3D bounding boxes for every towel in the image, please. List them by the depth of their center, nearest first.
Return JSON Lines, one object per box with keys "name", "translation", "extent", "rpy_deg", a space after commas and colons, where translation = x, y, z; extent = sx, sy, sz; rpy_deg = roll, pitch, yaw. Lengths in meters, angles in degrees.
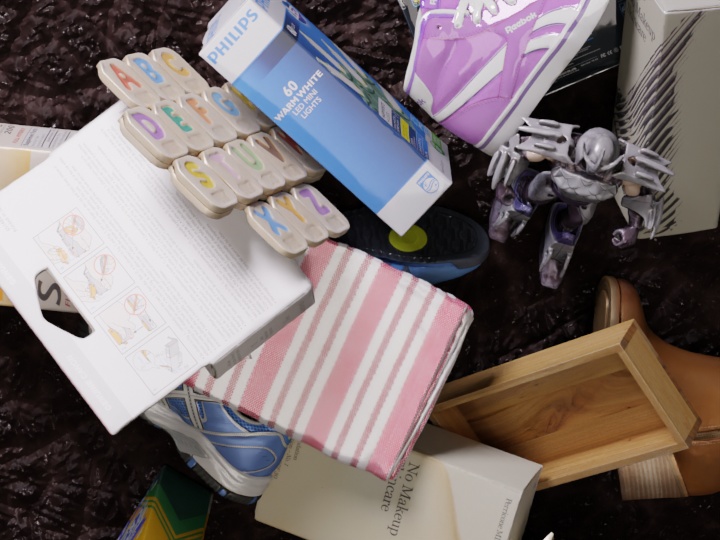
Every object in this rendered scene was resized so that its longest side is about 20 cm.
{"name": "towel", "translation": [-0.033, 0.050, 1.586], "extent": [0.199, 0.030, 0.147], "rpy_deg": [26, 94, -4]}

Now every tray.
{"name": "tray", "translation": [0.152, 0.110, 1.641], "extent": [0.199, 0.037, 0.099], "rpy_deg": [-21, 111, 42]}

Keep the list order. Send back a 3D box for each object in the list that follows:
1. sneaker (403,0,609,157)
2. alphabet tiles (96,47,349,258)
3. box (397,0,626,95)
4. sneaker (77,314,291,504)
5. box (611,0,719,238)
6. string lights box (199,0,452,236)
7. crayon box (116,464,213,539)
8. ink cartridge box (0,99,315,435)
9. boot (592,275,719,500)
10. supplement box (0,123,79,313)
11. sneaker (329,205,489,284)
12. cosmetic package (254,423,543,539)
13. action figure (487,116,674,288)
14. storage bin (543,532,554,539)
{"name": "sneaker", "translation": [0.105, -0.188, 1.526], "extent": [0.114, 0.073, 0.201], "rpy_deg": [33, 106, -8]}
{"name": "alphabet tiles", "translation": [-0.094, -0.089, 1.530], "extent": [0.196, 0.200, 0.015], "rpy_deg": [44, 113, 9]}
{"name": "box", "translation": [0.127, -0.213, 1.579], "extent": [0.199, 0.046, 0.160], "rpy_deg": [-22, 108, 7]}
{"name": "sneaker", "translation": [-0.132, 0.086, 1.646], "extent": [0.200, 0.076, 0.077], "rpy_deg": [41, 104, 7]}
{"name": "box", "translation": [0.228, -0.126, 1.553], "extent": [0.068, 0.082, 0.201], "rpy_deg": [-8, 129, -10]}
{"name": "string lights box", "translation": [-0.025, -0.123, 1.578], "extent": [0.200, 0.103, 0.059], "rpy_deg": [42, 104, -13]}
{"name": "crayon box", "translation": [-0.172, 0.247, 1.647], "extent": [0.051, 0.200, 0.126], "rpy_deg": [31, 105, -9]}
{"name": "ink cartridge box", "translation": [-0.159, -0.006, 1.520], "extent": [0.176, 0.045, 0.200], "rpy_deg": [-37, 74, -10]}
{"name": "boot", "translation": [0.264, 0.081, 1.668], "extent": [0.153, 0.074, 0.201], "rpy_deg": [-11, 118, 3]}
{"name": "supplement box", "translation": [-0.194, -0.035, 1.620], "extent": [0.198, 0.074, 0.127], "rpy_deg": [5, 107, -2]}
{"name": "sneaker", "translation": [0.000, 0.000, 1.648], "extent": [0.198, 0.066, 0.079], "rpy_deg": [-7, 135, -4]}
{"name": "cosmetic package", "translation": [0.029, 0.172, 1.660], "extent": [0.198, 0.073, 0.104], "rpy_deg": [18, 107, 15]}
{"name": "action figure", "translation": [0.151, -0.054, 1.552], "extent": [0.129, 0.200, 0.070], "rpy_deg": [27, 71, -2]}
{"name": "storage bin", "translation": [0.115, 0.326, 1.647], "extent": [0.200, 0.199, 0.094], "rpy_deg": [-44, 68, -11]}
